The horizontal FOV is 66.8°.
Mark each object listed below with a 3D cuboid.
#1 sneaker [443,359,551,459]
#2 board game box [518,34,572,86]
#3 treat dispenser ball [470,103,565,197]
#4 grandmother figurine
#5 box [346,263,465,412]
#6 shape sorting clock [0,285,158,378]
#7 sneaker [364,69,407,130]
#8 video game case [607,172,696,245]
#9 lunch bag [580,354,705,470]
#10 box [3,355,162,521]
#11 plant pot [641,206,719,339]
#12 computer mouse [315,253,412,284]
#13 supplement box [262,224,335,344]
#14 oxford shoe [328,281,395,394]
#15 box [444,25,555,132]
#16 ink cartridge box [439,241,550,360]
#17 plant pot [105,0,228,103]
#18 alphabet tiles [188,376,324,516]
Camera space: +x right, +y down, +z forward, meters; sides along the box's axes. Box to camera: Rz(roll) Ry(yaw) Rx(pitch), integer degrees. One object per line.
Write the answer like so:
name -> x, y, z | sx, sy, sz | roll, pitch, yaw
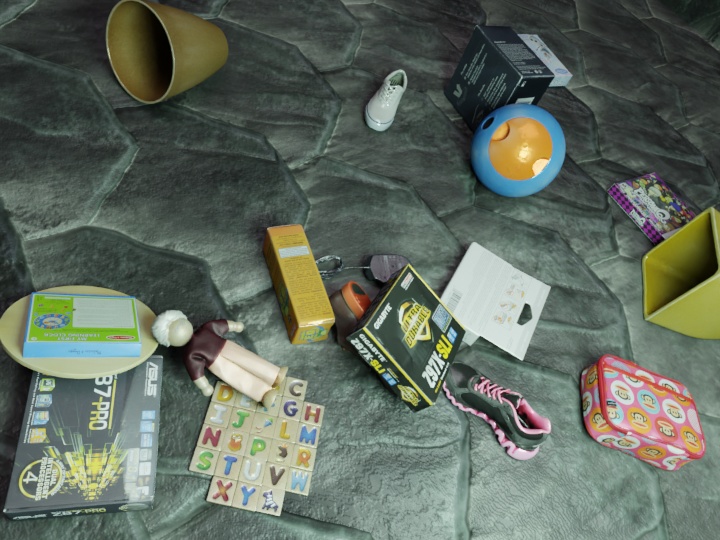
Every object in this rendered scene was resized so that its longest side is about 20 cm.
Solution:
sneaker -> 0.220, 0.208, 0.878 | 0.200, 0.095, 0.079 | 40, 54, 13
board game box -> 0.494, -0.624, 1.619 | 0.200, 0.043, 0.199 | -11, 59, -27
treat dispenser ball -> 0.343, -0.262, 1.198 | 0.201, 0.201, 0.201 | 10, 52, -13
grandmother figurine -> -0.205, 0.118, 0.787 | 0.200, 0.061, 0.121 | 31, 41, -12
box -> 0.082, 0.102, 0.878 | 0.160, 0.049, 0.200 | 50, 37, -7
shape sorting clock -> -0.383, 0.082, 0.757 | 0.200, 0.039, 0.200 | 15, 23, -7
sneaker -> 0.060, -0.409, 1.289 | 0.073, 0.071, 0.200 | 21, 51, -4
video game case -> 0.742, -0.151, 1.365 | 0.181, 0.036, 0.200 | -15, 61, -30
lunch bag -> 0.493, 0.238, 0.966 | 0.200, 0.082, 0.176 | 22, 47, -5
box -> -0.345, 0.207, 0.705 | 0.161, 0.049, 0.200 | 5, 52, -19
plant pot -> 0.742, 0.032, 1.138 | 0.200, 0.194, 0.196 | 28, 50, -5
computer mouse -> 0.000, 0.000, 0.998 | 0.200, 0.034, 0.059 | 0, 72, -13
supplement box -> -0.107, 0.020, 0.917 | 0.069, 0.067, 0.200 | -10, 58, -25
oxford shoe -> 0.010, 0.120, 0.897 | 0.200, 0.072, 0.071 | 61, 20, 11
box -> 0.333, -0.456, 1.339 | 0.117, 0.197, 0.200 | -14, 61, -28
ink cartridge box -> 0.246, 0.060, 1.027 | 0.176, 0.045, 0.200 | 32, 51, 6
plant pot -> -0.371, -0.451, 1.115 | 0.186, 0.186, 0.200 | 40, 38, 11
alphabet tiles -> -0.142, 0.237, 0.782 | 0.166, 0.006, 0.200 | 16, 51, -8
